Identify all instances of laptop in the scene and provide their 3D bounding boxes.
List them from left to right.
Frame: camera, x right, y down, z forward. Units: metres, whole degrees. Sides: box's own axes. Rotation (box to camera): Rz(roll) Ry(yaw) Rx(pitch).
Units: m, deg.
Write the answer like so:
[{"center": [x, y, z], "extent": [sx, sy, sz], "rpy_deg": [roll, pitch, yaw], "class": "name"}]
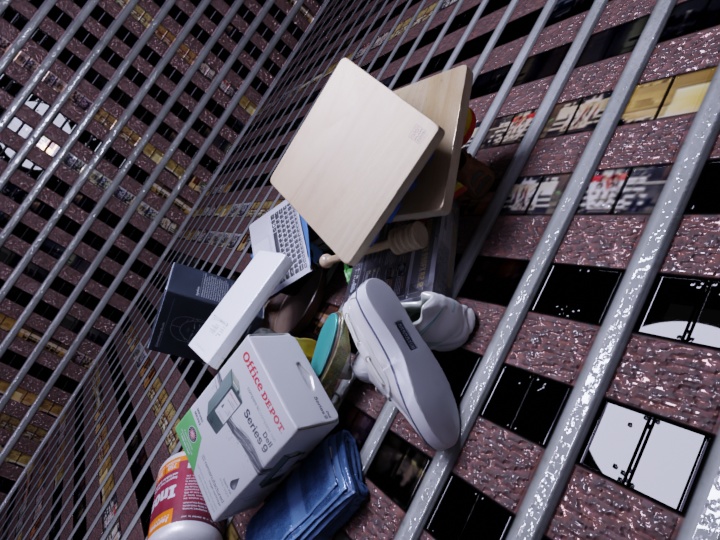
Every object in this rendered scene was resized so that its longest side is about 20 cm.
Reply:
[{"center": [-0.152, -0.082, 0.947], "extent": [0.198, 0.116, 0.190], "rpy_deg": [-30, 53, 20], "class": "laptop"}]

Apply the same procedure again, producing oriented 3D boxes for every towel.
[{"center": [-0.075, 0.299, 0.666], "extent": [0.201, 0.048, 0.112], "rpy_deg": [-49, 26, 13], "class": "towel"}]

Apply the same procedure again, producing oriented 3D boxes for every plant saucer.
[{"center": [-0.128, 0.063, 1.041], "extent": [0.199, 0.034, 0.202], "rpy_deg": [-39, 30, 28], "class": "plant saucer"}]

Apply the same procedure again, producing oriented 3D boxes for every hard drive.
[{"center": [-0.197, 0.057, 0.863], "extent": [0.202, 0.027, 0.131], "rpy_deg": [-56, 27, -14], "class": "hard drive"}]

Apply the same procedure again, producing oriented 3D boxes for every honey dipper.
[{"center": [0.011, -0.029, 0.769], "extent": [0.198, 0.038, 0.039], "rpy_deg": [-15, 45, 43], "class": "honey dipper"}]

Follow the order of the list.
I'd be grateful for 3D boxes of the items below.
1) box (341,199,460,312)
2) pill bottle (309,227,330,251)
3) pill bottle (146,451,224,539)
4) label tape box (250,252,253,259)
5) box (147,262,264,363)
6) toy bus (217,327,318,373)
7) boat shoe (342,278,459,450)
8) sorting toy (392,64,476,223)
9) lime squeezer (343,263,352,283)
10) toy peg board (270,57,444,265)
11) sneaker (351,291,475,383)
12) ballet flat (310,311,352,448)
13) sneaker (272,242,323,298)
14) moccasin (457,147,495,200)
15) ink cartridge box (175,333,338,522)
[{"center": [0.061, -0.017, 0.772], "extent": [0.156, 0.048, 0.203], "rpy_deg": [-18, 44, 34], "class": "box"}, {"center": [-0.052, -0.106, 1.019], "extent": [0.198, 0.112, 0.114], "rpy_deg": [-20, 43, 49], "class": "pill bottle"}, {"center": [-0.264, 0.388, 0.806], "extent": [0.113, 0.112, 0.201], "rpy_deg": [-47, 28, 13], "class": "pill bottle"}, {"center": [-0.162, -0.080, 1.226], "extent": [0.201, 0.063, 0.144], "rpy_deg": [-54, 27, 2], "class": "label tape box"}, {"center": [-0.314, 0.098, 1.087], "extent": [0.150, 0.197, 0.108], "rpy_deg": [-62, 23, 24], "class": "box"}, {"center": [-0.143, 0.201, 0.819], "extent": [0.198, 0.134, 0.196], "rpy_deg": [-20, 55, 45], "class": "toy bus"}, {"center": [0.038, 0.109, 0.592], "extent": [0.066, 0.071, 0.202], "rpy_deg": [-41, 71, 35], "class": "boat shoe"}, {"center": [0.077, -0.159, 0.756], "extent": [0.197, 0.069, 0.204], "rpy_deg": [-2, 72, 48], "class": "sorting toy"}, {"center": [0.000, 0.000, 0.896], "extent": [0.199, 0.037, 0.072], "rpy_deg": [0, 58, 60], "class": "lime squeezer"}, {"center": [0.007, -0.140, 0.720], "extent": [0.199, 0.097, 0.201], "rpy_deg": [46, 109, 32], "class": "toy peg board"}, {"center": [0.048, 0.081, 0.678], "extent": [0.199, 0.080, 0.071], "rpy_deg": [-36, 33, 36], "class": "sneaker"}, {"center": [-0.048, 0.158, 0.742], "extent": [0.070, 0.070, 0.203], "rpy_deg": [24, 92, 63], "class": "ballet flat"}, {"center": [-0.153, 0.013, 1.023], "extent": [0.198, 0.071, 0.084], "rpy_deg": [-28, 30, 38], "class": "sneaker"}, {"center": [0.130, -0.166, 0.824], "extent": [0.074, 0.077, 0.202], "rpy_deg": [-48, 27, 11], "class": "moccasin"}, {"center": [-0.141, 0.202, 0.696], "extent": [0.201, 0.083, 0.147], "rpy_deg": [-50, 60, 22], "class": "ink cartridge box"}]
